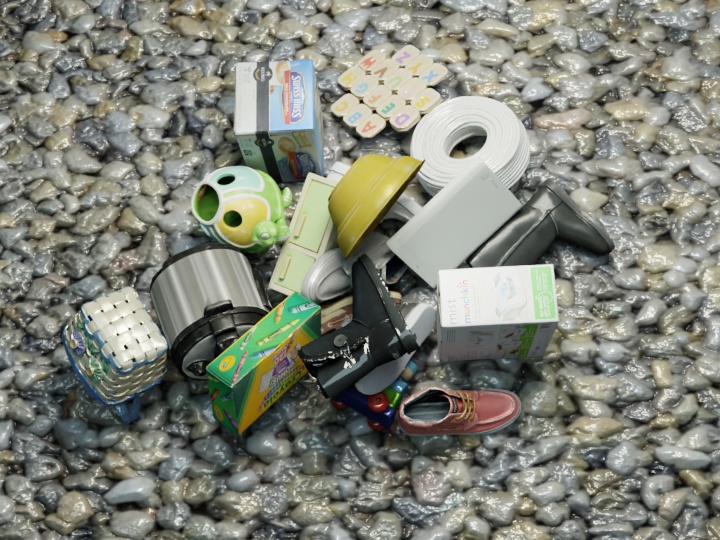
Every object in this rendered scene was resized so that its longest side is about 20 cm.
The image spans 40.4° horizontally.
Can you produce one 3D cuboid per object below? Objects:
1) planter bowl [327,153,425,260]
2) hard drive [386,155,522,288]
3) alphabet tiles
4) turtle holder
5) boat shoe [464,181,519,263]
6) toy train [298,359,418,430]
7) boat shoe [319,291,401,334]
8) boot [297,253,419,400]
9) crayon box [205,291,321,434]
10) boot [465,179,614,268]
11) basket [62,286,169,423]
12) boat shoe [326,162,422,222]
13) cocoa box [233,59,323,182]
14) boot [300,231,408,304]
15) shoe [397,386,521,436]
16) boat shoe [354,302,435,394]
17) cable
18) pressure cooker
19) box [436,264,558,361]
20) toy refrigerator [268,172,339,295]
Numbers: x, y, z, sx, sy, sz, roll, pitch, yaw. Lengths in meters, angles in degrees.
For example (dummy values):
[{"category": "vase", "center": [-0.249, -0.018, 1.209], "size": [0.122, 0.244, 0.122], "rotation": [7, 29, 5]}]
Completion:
[{"category": "planter bowl", "center": [0.007, -0.118, 1.513], "size": [0.083, 0.200, 0.201], "rotation": [39, 77, 1]}, {"category": "hard drive", "center": [0.153, -0.075, 1.575], "size": [0.200, 0.132, 0.026], "rotation": [-43, 41, 9]}, {"category": "alphabet tiles", "center": [0.049, -0.319, 1.722], "size": [0.195, 0.015, 0.200], "rotation": [-40, 52, -9]}, {"category": "turtle holder", "center": [-0.197, -0.088, 1.602], "size": [0.141, 0.131, 0.186], "rotation": [-41, 60, 30]}, {"category": "boat shoe", "center": [0.210, -0.109, 1.651], "size": [0.073, 0.065, 0.201], "rotation": [23, 75, 10]}, {"category": "toy train", "center": [-0.014, 0.159, 1.574], "size": [0.199, 0.085, 0.116], "rotation": [27, 62, 16]}, {"category": "boat shoe", "center": [-0.024, 0.086, 1.602], "size": [0.198, 0.072, 0.073], "rotation": [-15, 78, 3]}, {"category": "boot", "center": [-0.022, 0.083, 1.474], "size": [0.167, 0.077, 0.201], "rotation": [-28, 52, 1]}, {"category": "crayon box", "center": [-0.142, 0.139, 1.486], "size": [0.058, 0.119, 0.200], "rotation": [30, 52, 26]}, {"category": "boot", "center": [0.296, -0.026, 1.616], "size": [0.165, 0.066, 0.200], "rotation": [44, 80, 8]}, {"category": "basket", "center": [-0.391, 0.130, 1.548], "size": [0.139, 0.200, 0.177], "rotation": [-27, 70, -31]}, {"category": "boat shoe", "center": [0.026, -0.112, 1.662], "size": [0.199, 0.074, 0.066], "rotation": [28, 84, 22]}, {"category": "cocoa box", "center": [-0.132, -0.247, 1.649], "size": [0.130, 0.200, 0.134], "rotation": [-2, 71, 2]}, {"category": "boot", "center": [0.000, 0.000, 1.580], "size": [0.095, 0.074, 0.200], "rotation": [18, 41, 38]}, {"category": "shoe", "center": [0.156, 0.220, 1.530], "size": [0.198, 0.091, 0.072], "rotation": [-7, 71, 1]}, {"category": "boat shoe", "center": [0.040, 0.115, 1.537], "size": [0.066, 0.070, 0.200], "rotation": [14, 48, 36]}, {"category": "cable", "center": [0.182, -0.205, 1.642], "size": [0.199, 0.069, 0.201], "rotation": [-14, 53, 14]}, {"category": "pressure cooker", "center": [-0.229, 0.082, 1.550], "size": [0.178, 0.175, 0.201], "rotation": [-39, 58, 23]}, {"category": "box", "center": [0.206, 0.072, 1.521], "size": [0.175, 0.200, 0.097], "rotation": [-3, 70, 4]}, {"category": "toy refrigerator", "center": [-0.077, -0.052, 1.611], "size": [0.075, 0.070, 0.201], "rotation": [21, 94, 21]}]
